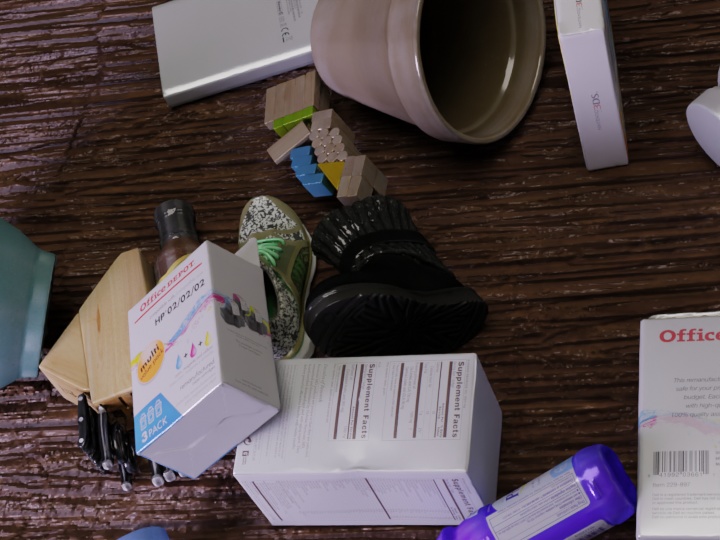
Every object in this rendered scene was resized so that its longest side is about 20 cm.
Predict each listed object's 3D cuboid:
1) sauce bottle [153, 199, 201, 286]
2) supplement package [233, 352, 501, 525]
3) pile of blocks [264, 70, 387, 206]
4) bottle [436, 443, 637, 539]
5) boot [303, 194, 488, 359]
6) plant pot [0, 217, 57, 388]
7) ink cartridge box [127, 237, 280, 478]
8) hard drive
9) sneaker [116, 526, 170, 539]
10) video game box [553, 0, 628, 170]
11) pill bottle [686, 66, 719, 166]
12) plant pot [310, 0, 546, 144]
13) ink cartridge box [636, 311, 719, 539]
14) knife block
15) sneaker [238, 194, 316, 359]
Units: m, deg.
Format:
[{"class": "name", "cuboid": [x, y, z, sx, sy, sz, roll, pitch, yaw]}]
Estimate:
[{"class": "sauce bottle", "cuboid": [-0.162, 0.020, 1.595, 0.065, 0.065, 0.200, -20, 56, 5]}, {"class": "supplement package", "cuboid": [0.010, 0.145, 1.428, 0.200, 0.114, 0.110, -2, 59, 16]}, {"class": "pile of blocks", "cuboid": [-0.035, -0.110, 1.647, 0.082, 0.062, 0.200, -36, 46, 8]}, {"class": "bottle", "cuboid": [0.125, 0.212, 1.359, 0.200, 0.084, 0.065, -32, 79, 14]}, {"class": "boot", "cuboid": [-0.001, 0.002, 1.493, 0.158, 0.211, 0.079, 51, 119, 32]}, {"class": "plant pot", "cuboid": [-0.359, 0.034, 1.589, 0.134, 0.200, 0.201, 8, 57, -8]}, {"class": "ink cartridge box", "cuboid": [-0.138, 0.060, 1.442, 0.115, 0.068, 0.200, -40, 40, 28]}, {"class": "hard drive", "cuboid": [-0.117, -0.254, 1.784, 0.200, 0.027, 0.132, -16, 55, 7]}, {"class": "sneaker", "cuboid": [-0.229, 0.305, 1.433, 0.200, 0.070, 0.078, -40, 59, -2]}, {"class": "video game box", "cuboid": [0.207, -0.223, 1.551, 0.047, 0.200, 0.182, -7, 57, 12]}, {"class": "pill bottle", "cuboid": [0.393, -0.174, 1.514, 0.200, 0.112, 0.112, -38, 55, -8]}, {"class": "plant pot", "cuboid": [0.053, -0.224, 1.627, 0.173, 0.200, 0.200, 7, 59, 42]}, {"class": "ink cartridge box", "cuboid": [0.299, 0.137, 1.356, 0.145, 0.088, 0.200, -3, 59, 16]}, {"class": "knife block", "cuboid": [-0.196, 0.096, 1.558, 0.175, 0.064, 0.200, 22, 66, 28]}, {"class": "sneaker", "cuboid": [-0.085, 0.001, 1.568, 0.077, 0.089, 0.200, -15, 54, 8]}]
